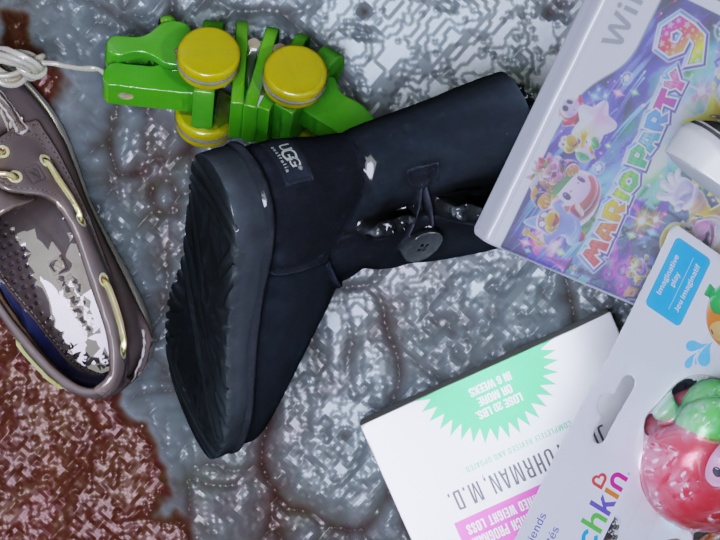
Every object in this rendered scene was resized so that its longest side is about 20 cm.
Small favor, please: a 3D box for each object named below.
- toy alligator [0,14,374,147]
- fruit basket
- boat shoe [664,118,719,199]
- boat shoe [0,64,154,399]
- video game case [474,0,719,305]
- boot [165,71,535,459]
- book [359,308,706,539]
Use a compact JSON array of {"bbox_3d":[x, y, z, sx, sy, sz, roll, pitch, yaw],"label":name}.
[{"bbox_3d":[-0.078,-0.098,1.339,0.199,0.059,0.054,12,57,2],"label":"toy alligator"},{"bbox_3d":[0.181,0.107,1.289,0.200,0.094,0.186,34,78,-27],"label":"fruit basket"},{"bbox_3d":[0.221,-0.036,1.281,0.200,0.071,0.064,24,98,-36],"label":"boat shoe"},{"bbox_3d":[-0.166,-0.028,1.348,0.072,0.060,0.201,-29,94,7],"label":"boat shoe"},{"bbox_3d":[0.165,-0.045,1.300,0.199,0.018,0.144,22,99,-27],"label":"video game case"},{"bbox_3d":[0.000,0.000,1.323,0.167,0.201,0.077,-14,52,-21],"label":"boot"},{"bbox_3d":[0.100,0.137,1.361,0.133,0.048,0.201,-25,92,4],"label":"book"}]
